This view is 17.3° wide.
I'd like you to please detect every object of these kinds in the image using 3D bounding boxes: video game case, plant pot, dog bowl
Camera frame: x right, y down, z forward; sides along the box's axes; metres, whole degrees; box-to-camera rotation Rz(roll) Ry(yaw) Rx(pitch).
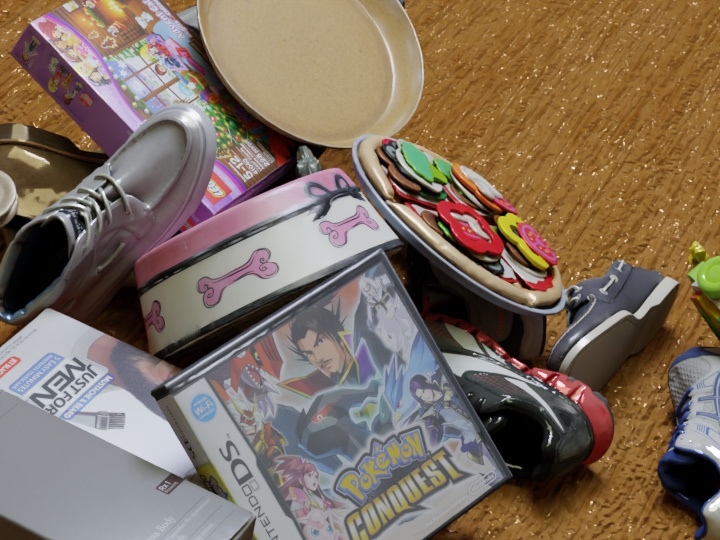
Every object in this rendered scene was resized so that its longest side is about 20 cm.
[{"bbox_3d":[-0.015,0.109,1.552,0.199,0.025,0.182,-32,93,-33],"label":"video game case"},{"bbox_3d":[-0.043,-0.177,1.850,0.199,0.027,0.201,16,56,-24],"label":"plant pot"},{"bbox_3d":[-0.073,-0.006,1.685,0.199,0.200,0.074,-22,86,-41],"label":"dog bowl"}]

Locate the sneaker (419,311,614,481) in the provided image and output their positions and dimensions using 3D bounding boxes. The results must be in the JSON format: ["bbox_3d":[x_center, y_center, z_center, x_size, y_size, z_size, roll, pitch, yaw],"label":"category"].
[{"bbox_3d":[0.080,0.093,1.698,0.199,0.071,0.098,26,33,19],"label":"sneaker"}]

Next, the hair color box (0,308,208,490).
[{"bbox_3d":[-0.162,0.109,1.606,0.199,0.064,0.111,24,34,16],"label":"hair color box"}]

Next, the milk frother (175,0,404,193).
[{"bbox_3d":[-0.080,-0.184,1.931,0.180,0.201,0.188,30,22,6],"label":"milk frother"}]

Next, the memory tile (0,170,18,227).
[{"bbox_3d":[-0.353,-0.014,1.703,0.152,0.017,0.201,23,59,17],"label":"memory tile"}]

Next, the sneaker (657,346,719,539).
[{"bbox_3d":[0.251,0.122,1.705,0.087,0.076,0.200,0,34,-17],"label":"sneaker"}]

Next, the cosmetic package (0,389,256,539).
[{"bbox_3d":[-0.178,0.168,1.490,0.199,0.091,0.107,25,38,14],"label":"cosmetic package"}]

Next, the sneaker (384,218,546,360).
[{"bbox_3d":[0.067,0.001,1.836,0.079,0.074,0.200,-13,40,-25],"label":"sneaker"}]

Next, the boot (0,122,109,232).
[{"bbox_3d":[-0.192,-0.049,1.793,0.198,0.074,0.076,12,61,-17],"label":"boot"}]

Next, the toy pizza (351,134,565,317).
[{"bbox_3d":[0.079,-0.041,1.763,0.199,0.032,0.201,33,20,-14],"label":"toy pizza"}]

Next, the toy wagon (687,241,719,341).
[{"bbox_3d":[0.298,0.052,1.776,0.040,0.155,0.200,-40,44,0],"label":"toy wagon"}]

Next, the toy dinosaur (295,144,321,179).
[{"bbox_3d":[0.000,0.000,1.792,0.047,0.088,0.200,-37,80,-26],"label":"toy dinosaur"}]

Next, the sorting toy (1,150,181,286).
[{"bbox_3d":[-0.190,-0.037,1.852,0.198,0.037,0.186,3,33,-21],"label":"sorting toy"}]

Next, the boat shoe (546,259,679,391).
[{"bbox_3d":[0.179,0.040,1.809,0.062,0.073,0.200,30,29,18],"label":"boat shoe"}]

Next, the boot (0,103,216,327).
[{"bbox_3d":[-0.183,-0.035,1.682,0.073,0.201,0.095,39,13,16],"label":"boot"}]

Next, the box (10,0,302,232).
[{"bbox_3d":[-0.151,-0.128,1.787,0.200,0.039,0.137,46,39,4],"label":"box"}]
